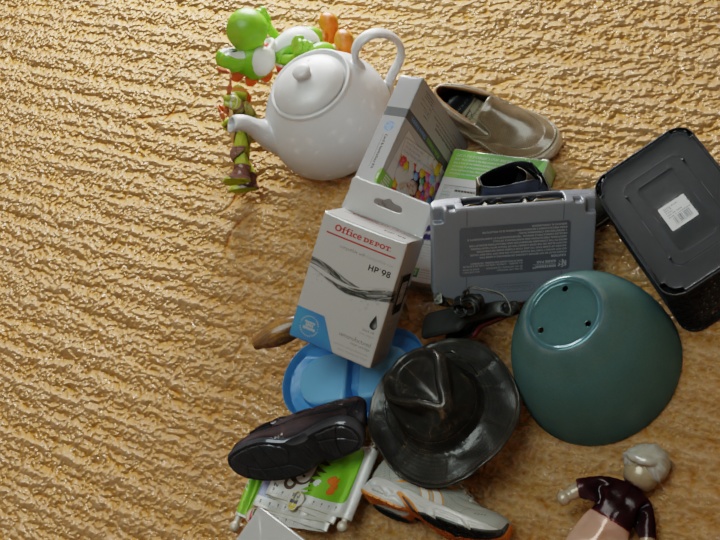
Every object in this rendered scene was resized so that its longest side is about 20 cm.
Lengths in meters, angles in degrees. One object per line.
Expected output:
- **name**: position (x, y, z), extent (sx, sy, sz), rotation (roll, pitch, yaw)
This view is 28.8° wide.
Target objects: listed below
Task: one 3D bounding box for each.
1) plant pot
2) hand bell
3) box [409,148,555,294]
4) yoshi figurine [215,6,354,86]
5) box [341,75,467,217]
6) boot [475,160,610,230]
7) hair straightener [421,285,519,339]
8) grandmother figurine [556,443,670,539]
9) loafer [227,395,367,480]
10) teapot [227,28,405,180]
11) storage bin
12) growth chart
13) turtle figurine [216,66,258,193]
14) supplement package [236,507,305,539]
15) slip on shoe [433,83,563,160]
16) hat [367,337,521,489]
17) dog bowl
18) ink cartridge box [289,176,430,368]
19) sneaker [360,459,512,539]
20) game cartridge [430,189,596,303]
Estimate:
- **plant pot**: position (0.252, 0.080, 1.594), extent (0.198, 0.135, 0.202), rotation (-14, 56, 22)
- **hand bell**: position (-0.048, 0.055, 1.782), extent (0.198, 0.104, 0.105), rotation (-25, 52, 7)
- **box**: position (0.152, -0.057, 1.801), extent (0.143, 0.036, 0.202), rotation (11, 69, 33)
- **yoshi figurine**: position (-0.114, -0.338, 2.023), extent (0.198, 0.112, 0.114), rotation (-13, 82, -24)
- **box**: position (0.060, -0.124, 1.815), extent (0.041, 0.156, 0.202), rotation (12, 67, 35)
- **boot**: position (0.226, -0.087, 1.702), extent (0.197, 0.098, 0.075), rotation (-16, 42, -9)
- **hair straightener**: position (0.121, 0.054, 1.659), extent (0.200, 0.076, 0.041), rotation (-19, 53, 65)
- **grandmother figurine**: position (0.269, 0.271, 1.521), extent (0.121, 0.061, 0.201), rotation (35, 78, 12)
- **loafer**: position (-0.073, 0.205, 1.718), extent (0.198, 0.072, 0.063), rotation (-19, 32, 30)
- **teapot**: position (-0.052, -0.236, 1.946), extent (0.195, 0.146, 0.202), rotation (9, 61, 28)
- **storage bin**: position (0.378, -0.049, 1.629), extent (0.134, 0.094, 0.201), rotation (-33, 50, 7)
- **growth chart**: position (-0.067, 0.257, 1.730), extent (0.198, 0.018, 0.146), rotation (-5, 58, 36)
- **turtle figurine**: position (-0.173, -0.198, 2.023), extent (0.063, 0.200, 0.164), rotation (-2, 80, -8)
- **supplement package**: position (-0.072, 0.399, 1.597), extent (0.199, 0.111, 0.157), rotation (28, 77, 39)
- **slip on shoe**: position (0.177, -0.200, 1.856), extent (0.199, 0.061, 0.076), rotation (33, 80, 39)
- **hat**: position (0.084, 0.143, 1.615), extent (0.198, 0.081, 0.203), rotation (-15, 49, 18)
- **dog bowl**: position (-0.001, 0.139, 1.757), extent (0.198, 0.050, 0.113), rotation (-11, 57, 25)
- **ink cartridge box**: position (0.000, 0.000, 1.690), extent (0.115, 0.067, 0.203), rotation (21, 103, 18)
- **sneaker**: position (0.095, 0.253, 1.620), extent (0.198, 0.076, 0.093), rotation (16, 66, 34)
- **game cartridge**: position (0.181, -0.026, 1.676), extent (0.197, 0.135, 0.041), rotation (-4, 25, -4)
